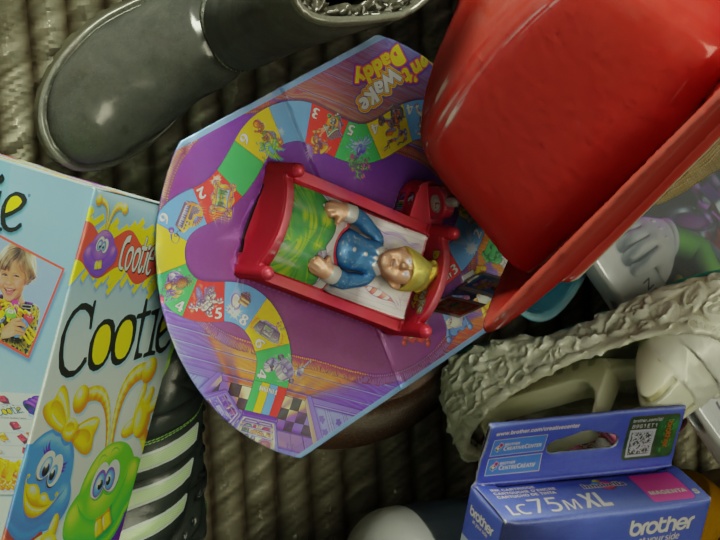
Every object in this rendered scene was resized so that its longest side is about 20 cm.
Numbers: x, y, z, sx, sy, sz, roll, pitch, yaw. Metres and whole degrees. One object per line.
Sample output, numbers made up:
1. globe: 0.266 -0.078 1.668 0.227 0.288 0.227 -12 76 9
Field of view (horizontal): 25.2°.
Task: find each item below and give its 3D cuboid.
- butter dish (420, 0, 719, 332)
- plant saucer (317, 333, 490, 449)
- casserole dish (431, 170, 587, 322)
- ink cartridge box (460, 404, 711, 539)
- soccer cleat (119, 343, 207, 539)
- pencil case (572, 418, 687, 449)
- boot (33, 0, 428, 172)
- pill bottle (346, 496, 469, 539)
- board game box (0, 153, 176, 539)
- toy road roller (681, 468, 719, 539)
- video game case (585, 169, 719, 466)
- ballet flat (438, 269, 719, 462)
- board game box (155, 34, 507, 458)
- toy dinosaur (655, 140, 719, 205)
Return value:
1. butter dish: 0.091 -0.110 0.724 0.147 0.200 0.200 37 39 -4
2. plant saucer: 0.000 0.000 0.855 0.198 0.037 0.203 -5 101 -25
3. casserole dish: 0.093 -0.066 0.863 0.121 0.039 0.201 47 59 -28
4. ink cartridge box: 0.099 0.165 0.781 0.118 0.042 0.203 -1 112 -25
5. soccer cleat: -0.106 0.093 0.808 0.080 0.067 0.202 17 94 -41
6. pencil case: 0.182 0.030 0.918 0.083 0.086 0.200 46 75 -16
7. boot: -0.053 -0.107 0.720 0.182 0.200 0.073 -43 113 -13
8. pill bottle: 0.051 0.182 0.859 0.197 0.119 0.121 -3 99 -25
9. board game box: -0.159 0.054 0.728 0.103 0.104 0.203 11 94 -67
10. toy road roller: 0.212 0.229 0.929 0.122 0.146 0.201 36 82 -26
11. video game case: 0.229 -0.011 0.878 0.200 0.023 0.183 -40 101 -17
12. ballet flat: 0.131 0.058 0.816 0.072 0.198 0.073 43 38 -45
13. board game box: 0.002 -0.013 0.743 0.199 0.039 0.160 -31 109 -28
14. toy dinosaur: 0.205 -0.078 0.843 0.101 0.058 0.201 36 69 1
